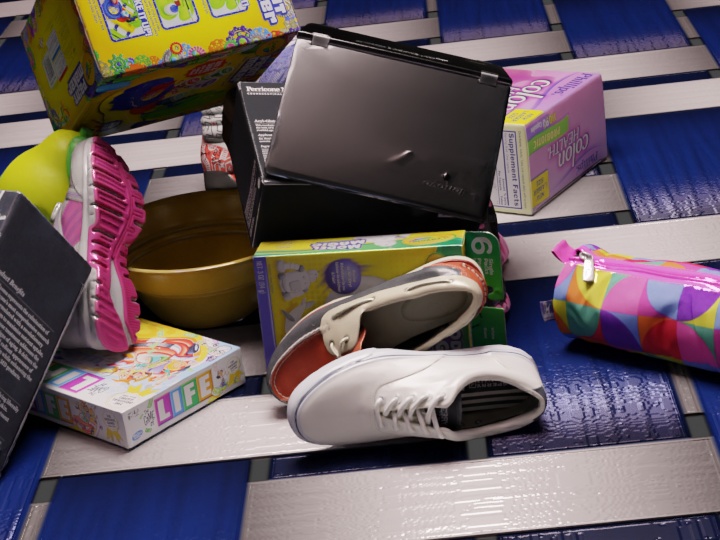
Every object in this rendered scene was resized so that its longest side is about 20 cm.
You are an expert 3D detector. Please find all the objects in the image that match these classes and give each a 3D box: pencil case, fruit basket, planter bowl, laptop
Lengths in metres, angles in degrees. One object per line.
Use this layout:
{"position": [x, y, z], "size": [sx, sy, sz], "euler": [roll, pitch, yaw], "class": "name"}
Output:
{"position": [0.246, 0.031, 1.406], "size": [0.200, 0.089, 0.088], "euler": [12, 29, 37], "class": "pencil case"}
{"position": [-0.298, -0.034, 1.612], "size": [0.215, 0.156, 0.216], "euler": [-25, 18, 9], "class": "fruit basket"}
{"position": [-0.142, -0.002, 1.600], "size": [0.200, 0.084, 0.200], "euler": [-6, 22, 2], "class": "planter bowl"}
{"position": [0.026, -0.133, 1.501], "size": [0.187, 0.116, 0.200], "euler": [13, 11, -1], "class": "laptop"}

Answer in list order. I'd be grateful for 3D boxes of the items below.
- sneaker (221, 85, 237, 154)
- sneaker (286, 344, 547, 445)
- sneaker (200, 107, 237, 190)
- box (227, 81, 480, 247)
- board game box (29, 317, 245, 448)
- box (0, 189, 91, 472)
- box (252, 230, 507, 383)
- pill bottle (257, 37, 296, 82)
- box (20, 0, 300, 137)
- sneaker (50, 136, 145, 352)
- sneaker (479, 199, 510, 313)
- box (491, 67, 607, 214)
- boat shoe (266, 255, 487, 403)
{"position": [-0.071, -0.089, 1.608], "size": [0.070, 0.076, 0.200], "euler": [-10, 44, -23], "class": "sneaker"}
{"position": [0.045, 0.097, 1.321], "size": [0.199, 0.073, 0.071], "euler": [-11, 19, -10], "class": "sneaker"}
{"position": [-0.076, -0.147, 1.881], "size": [0.201, 0.108, 0.067], "euler": [-6, 1, 6], "class": "sneaker"}
{"position": [-0.004, -0.091, 1.510], "size": [0.199, 0.079, 0.141], "euler": [0, 45, -15], "class": "box"}
{"position": [-0.215, 0.085, 1.478], "size": [0.200, 0.034, 0.134], "euler": [13, 30, 40], "class": "board game box"}
{"position": [-0.354, 0.043, 1.397], "size": [0.199, 0.124, 0.197], "euler": [5, 59, 29], "class": "box"}
{"position": [0.018, 0.031, 1.427], "size": [0.199, 0.118, 0.048], "euler": [-4, 17, 7], "class": "box"}
{"position": [-0.039, -0.163, 1.708], "size": [0.112, 0.112, 0.200], "euler": [-14, 24, -16], "class": "pill bottle"}
{"position": [-0.187, -0.219, 1.597], "size": [0.192, 0.122, 0.200], "euler": [-18, -7, -23], "class": "box"}
{"position": [-0.242, -0.021, 1.495], "size": [0.088, 0.081, 0.201], "euler": [-12, 62, 24], "class": "sneaker"}
{"position": [0.094, -0.022, 1.565], "size": [0.079, 0.096, 0.200], "euler": [-4, 24, 4], "class": "sneaker"}
{"position": [0.131, -0.143, 1.839], "size": [0.200, 0.097, 0.176], "euler": [9, 27, 33], "class": "box"}
{"position": [0.010, 0.053, 1.375], "size": [0.200, 0.071, 0.063], "euler": [-28, 15, 13], "class": "boat shoe"}
